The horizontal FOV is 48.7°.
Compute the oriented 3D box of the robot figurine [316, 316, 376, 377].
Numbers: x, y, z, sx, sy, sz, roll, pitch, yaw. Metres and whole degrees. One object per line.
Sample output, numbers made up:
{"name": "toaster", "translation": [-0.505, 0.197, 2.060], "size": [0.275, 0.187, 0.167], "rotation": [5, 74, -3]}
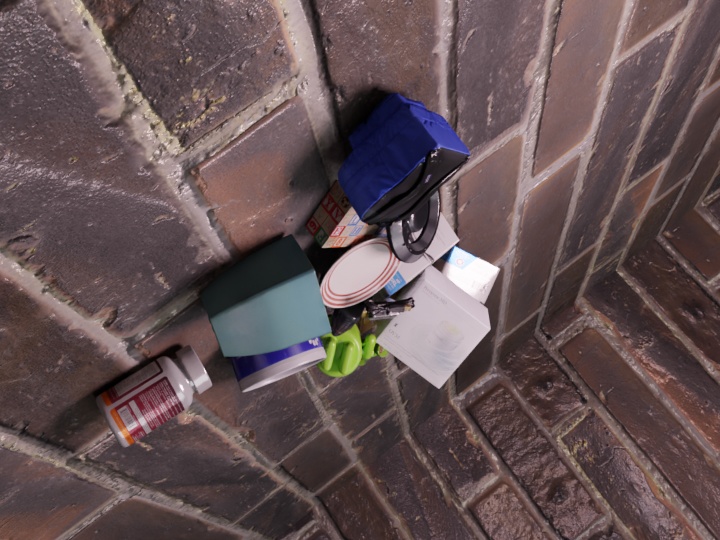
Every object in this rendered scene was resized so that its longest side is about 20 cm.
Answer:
{"name": "robot figurine", "translation": [-0.054, 0.174, 1.850], "size": [0.200, 0.171, 0.119], "rotation": [-95, -164, -79]}

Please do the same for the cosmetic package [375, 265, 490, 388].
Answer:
{"name": "cosmetic package", "translation": [0.170, 0.129, 1.885], "size": [0.201, 0.198, 0.123], "rotation": [-52, -172, 18]}

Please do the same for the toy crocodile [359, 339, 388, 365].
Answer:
{"name": "toy crocodile", "translation": [0.010, 0.216, 2.163], "size": [0.197, 0.063, 0.067], "rotation": [-18, -174, -32]}

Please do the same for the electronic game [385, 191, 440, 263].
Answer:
{"name": "electronic game", "translation": [0.105, -0.116, 1.574], "size": [0.199, 0.041, 0.205], "rotation": [-21, 115, -54]}

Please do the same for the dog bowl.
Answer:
{"name": "dog bowl", "translation": [-0.175, 0.186, 1.699], "size": [0.196, 0.080, 0.200], "rotation": [-22, 172, -3]}

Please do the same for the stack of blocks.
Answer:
{"name": "stack of blocks", "translation": [0.000, -0.109, 1.535], "size": [0.198, 0.059, 0.116], "rotation": [-6, 141, -54]}

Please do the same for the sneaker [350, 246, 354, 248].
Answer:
{"name": "sneaker", "translation": [0.065, -0.084, 1.659], "size": [0.201, 0.080, 0.073], "rotation": [-51, 153, 23]}

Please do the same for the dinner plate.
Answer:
{"name": "dinner plate", "translation": [0.000, 0.000, 1.612], "size": [0.197, 0.024, 0.202], "rotation": [-24, 147, -16]}

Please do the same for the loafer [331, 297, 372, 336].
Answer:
{"name": "loafer", "translation": [-0.025, 0.077, 1.767], "size": [0.073, 0.072, 0.200], "rotation": [-52, 180, 25]}

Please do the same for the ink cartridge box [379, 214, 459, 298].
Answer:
{"name": "ink cartridge box", "translation": [0.113, -0.032, 1.776], "size": [0.199, 0.085, 0.145], "rotation": [-38, 177, -5]}

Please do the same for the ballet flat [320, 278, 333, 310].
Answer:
{"name": "ballet flat", "translation": [-0.093, 0.066, 1.706], "size": [0.198, 0.067, 0.067], "rotation": [-29, 156, -25]}

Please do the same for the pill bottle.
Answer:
{"name": "pill bottle", "translation": [-0.386, 0.233, 1.500], "size": [0.198, 0.110, 0.110], "rotation": [-31, 157, -18]}

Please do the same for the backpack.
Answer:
{"name": "backpack", "translation": [0.060, -0.182, 1.348], "size": [0.200, 0.169, 0.161], "rotation": [-45, 155, 25]}

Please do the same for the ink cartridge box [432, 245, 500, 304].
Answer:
{"name": "ink cartridge box", "translation": [0.239, 0.051, 2.000], "size": [0.204, 0.144, 0.084], "rotation": [-65, -162, 4]}

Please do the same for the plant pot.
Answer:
{"name": "plant pot", "translation": [-0.177, 0.058, 1.426], "size": [0.196, 0.142, 0.144], "rotation": [-22, 125, -11]}

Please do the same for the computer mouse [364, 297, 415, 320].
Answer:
{"name": "computer mouse", "translation": [0.051, 0.079, 1.727], "size": [0.107, 0.045, 0.200], "rotation": [-7, 174, -8]}

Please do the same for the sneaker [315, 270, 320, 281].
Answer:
{"name": "sneaker", "translation": [-0.155, 0.041, 1.581], "size": [0.198, 0.074, 0.089], "rotation": [-19, 137, -52]}

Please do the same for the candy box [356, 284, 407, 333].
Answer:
{"name": "candy box", "translation": [0.065, 0.066, 1.969], "size": [0.198, 0.056, 0.116], "rotation": [-31, 155, -22]}
